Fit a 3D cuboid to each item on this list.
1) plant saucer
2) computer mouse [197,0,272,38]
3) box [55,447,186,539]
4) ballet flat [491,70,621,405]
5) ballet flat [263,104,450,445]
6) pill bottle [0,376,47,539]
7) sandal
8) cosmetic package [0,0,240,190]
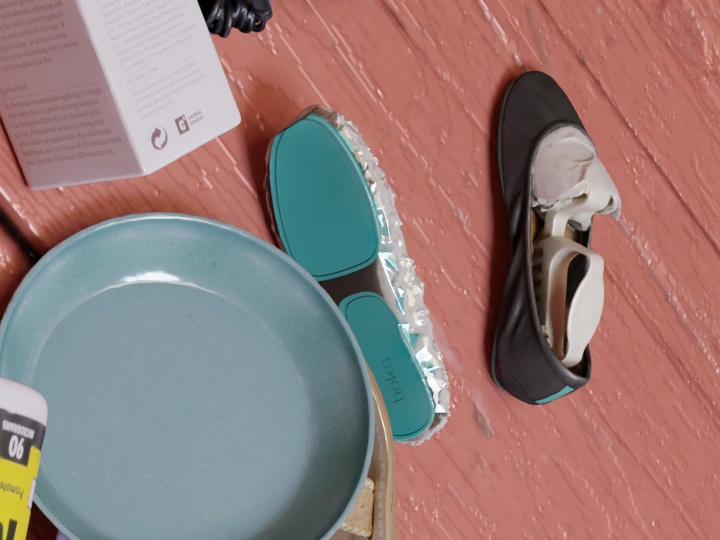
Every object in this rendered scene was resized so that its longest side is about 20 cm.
[{"bbox_3d":[-0.091,0.068,1.205,0.199,0.036,0.201,9,63,-18],"label":"plant saucer"},{"bbox_3d":[-0.089,-0.204,1.158,0.046,0.141,0.200,-21,142,-20],"label":"computer mouse"},{"bbox_3d":[-0.090,0.189,1.238,0.119,0.041,0.200,-46,114,-33],"label":"box"},{"bbox_3d":[0.120,-0.021,1.416,0.068,0.068,0.201,6,83,-41],"label":"ballet flat"},{"bbox_3d":[0.000,0.000,1.322,0.072,0.072,0.201,-30,109,-38],"label":"ballet flat"},{"bbox_3d":[-0.213,0.144,1.082,0.114,0.114,0.201,18,76,-39],"label":"pill bottle"},{"bbox_3d":[-0.025,0.124,1.273,0.070,0.077,0.213,-30,112,-45],"label":"sandal"},{"bbox_3d":[-0.145,-0.146,1.168,0.071,0.101,0.201,-32,109,-39],"label":"cosmetic package"}]
